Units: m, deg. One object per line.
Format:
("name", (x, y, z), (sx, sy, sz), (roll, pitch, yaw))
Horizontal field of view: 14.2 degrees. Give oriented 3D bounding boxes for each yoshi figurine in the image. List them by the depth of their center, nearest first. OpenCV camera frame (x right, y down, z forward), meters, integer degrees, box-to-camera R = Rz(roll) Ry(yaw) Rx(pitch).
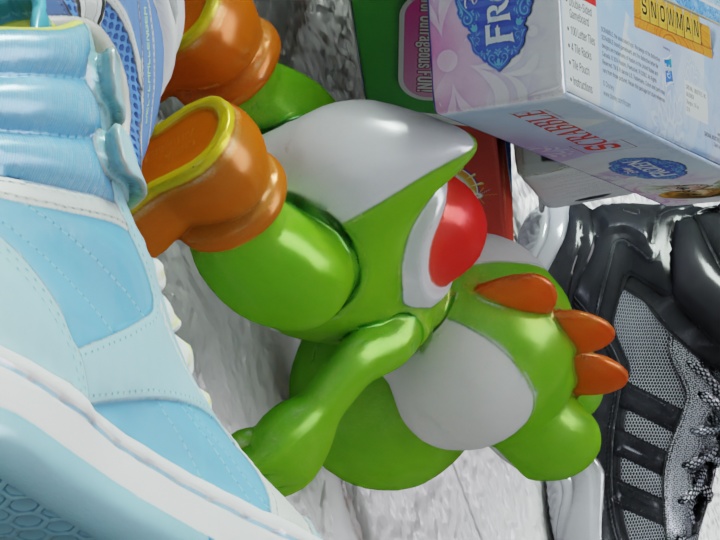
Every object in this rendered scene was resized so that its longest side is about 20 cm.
("yoshi figurine", (-0.012, 0.009, 0.831), (0.200, 0.112, 0.113), (40, 83, -38))

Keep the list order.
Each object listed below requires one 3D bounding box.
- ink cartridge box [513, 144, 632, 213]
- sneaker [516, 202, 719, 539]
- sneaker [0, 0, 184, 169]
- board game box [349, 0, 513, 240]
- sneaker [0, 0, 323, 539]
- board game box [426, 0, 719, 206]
("ink cartridge box", (0.071, -0.125, 1.028), (0.200, 0.043, 0.200), (27, 58, -85))
("sneaker", (0.130, 0.061, 1.107), (0.075, 0.113, 0.201), (12, 65, -68))
("sneaker", (-0.094, -0.093, 0.659), (0.200, 0.075, 0.077), (55, 20, -39))
("board game box", (0.024, -0.097, 0.953), (0.200, 0.040, 0.154), (80, 9, -54))
("sneaker", (-0.057, 0.014, 0.633), (0.200, 0.079, 0.131), (45, 36, -56))
("board game box", (0.071, -0.131, 0.855), (0.200, 0.041, 0.201), (16, 70, -65))
